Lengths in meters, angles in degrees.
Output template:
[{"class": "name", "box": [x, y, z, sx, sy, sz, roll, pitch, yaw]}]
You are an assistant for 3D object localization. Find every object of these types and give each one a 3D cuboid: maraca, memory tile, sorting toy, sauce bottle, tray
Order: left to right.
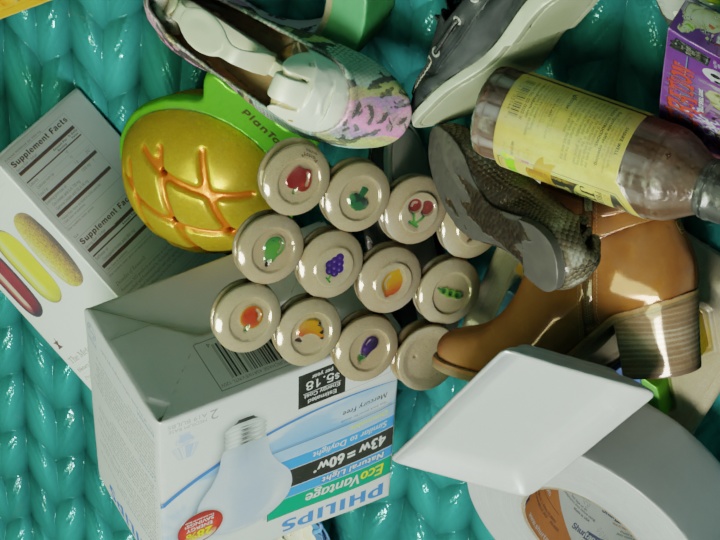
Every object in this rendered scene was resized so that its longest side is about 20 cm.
[{"class": "maraca", "box": [-0.099, -0.078, 1.651, 0.137, 0.107, 0.200, 38, 145, -16]}, {"class": "memory tile", "box": [0.000, 0.000, 1.575, 0.017, 0.199, 0.154, 37, 110, 54]}, {"class": "tray", "box": [0.104, 0.097, 1.531, 0.107, 0.022, 0.200, 15, 150, -15]}, {"class": "sorting toy", "box": [0.169, 0.036, 1.602, 0.185, 0.036, 0.200, 33, 138, 10]}, {"class": "sauce bottle", "box": [0.165, -0.069, 1.430, 0.200, 0.065, 0.065, 23, 135, 27]}]

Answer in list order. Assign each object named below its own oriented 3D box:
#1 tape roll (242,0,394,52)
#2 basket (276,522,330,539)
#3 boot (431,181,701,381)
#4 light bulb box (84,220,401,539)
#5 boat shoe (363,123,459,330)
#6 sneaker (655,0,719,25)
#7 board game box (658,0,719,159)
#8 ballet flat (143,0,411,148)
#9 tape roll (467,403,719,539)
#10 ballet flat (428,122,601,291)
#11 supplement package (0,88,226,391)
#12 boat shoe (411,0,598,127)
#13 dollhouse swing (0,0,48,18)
[{"class": "tape roll", "box": [-0.071, -0.219, 1.561, 0.200, 0.048, 0.201, 20, 134, 22]}, {"class": "basket", "box": [-0.075, 0.274, 1.896, 0.200, 0.139, 0.177, 46, 151, 46]}, {"class": "boot", "box": [0.130, -0.006, 1.529, 0.199, 0.074, 0.155, -6, 99, 27]}, {"class": "light bulb box", "box": [-0.086, 0.099, 1.694, 0.125, 0.198, 0.200, 55, 156, 36]}, {"class": "boat shoe", "box": [0.022, -0.020, 1.644, 0.057, 0.067, 0.201, 8, 132, 27]}, {"class": "sneaker", "box": [0.184, -0.206, 1.369, 0.200, 0.076, 0.076, 38, 132, -11]}, {"class": "board game box", "box": [0.236, -0.091, 1.375, 0.120, 0.032, 0.200, 35, 172, 13]}, {"class": "ballet flat", "box": [-0.062, -0.136, 1.528, 0.200, 0.071, 0.069, 30, 103, 15]}, {"class": "tape roll", "box": [0.177, 0.169, 1.659, 0.200, 0.066, 0.201, 28, 147, 20]}, {"class": "ballet flat", "box": [0.099, -0.044, 1.496, 0.200, 0.046, 0.068, -136, 35, -55]}, {"class": "supplement package", "box": [-0.209, -0.018, 1.788, 0.200, 0.110, 0.114, 48, 138, -7]}, {"class": "boat shoe", "box": [0.081, -0.159, 1.485, 0.066, 0.074, 0.199, 67, 152, 13]}, {"class": "dollhouse swing", "box": [-0.281, -0.261, 1.569, 0.181, 0.176, 0.201, -12, 109, 42]}]
